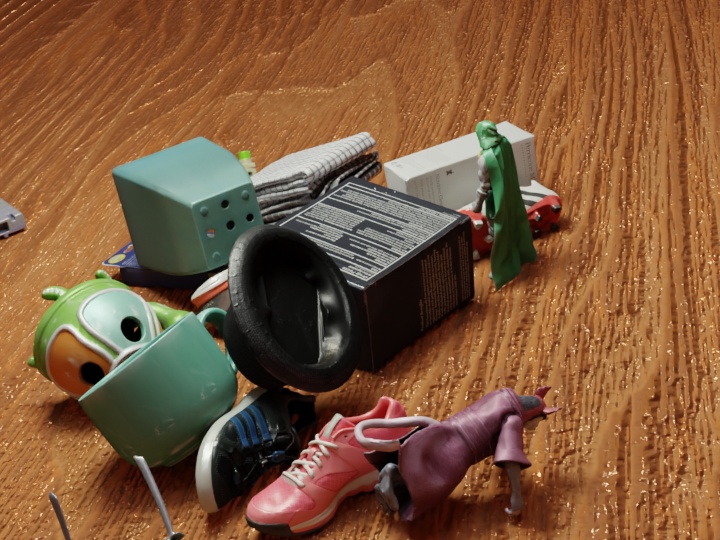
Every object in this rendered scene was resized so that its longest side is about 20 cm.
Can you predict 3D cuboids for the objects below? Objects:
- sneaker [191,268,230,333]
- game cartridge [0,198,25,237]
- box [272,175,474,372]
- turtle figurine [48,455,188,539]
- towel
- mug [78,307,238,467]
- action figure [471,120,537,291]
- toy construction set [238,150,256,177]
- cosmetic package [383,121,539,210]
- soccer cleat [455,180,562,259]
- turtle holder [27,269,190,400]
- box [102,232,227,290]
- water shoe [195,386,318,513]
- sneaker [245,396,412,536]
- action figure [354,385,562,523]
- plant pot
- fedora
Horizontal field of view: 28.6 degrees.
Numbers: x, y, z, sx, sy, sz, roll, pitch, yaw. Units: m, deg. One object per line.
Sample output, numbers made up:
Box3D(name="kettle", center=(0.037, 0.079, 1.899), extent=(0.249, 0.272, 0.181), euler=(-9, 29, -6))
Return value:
Box3D(name="sneaker", center=(-0.114, 0.018, 1.791), extent=(0.199, 0.082, 0.077), euler=(-30, -6, -15))
Box3D(name="game cartridge", center=(-0.636, -0.058, 2.207), extent=(0.199, 0.039, 0.129), euler=(-24, 24, -26))
Box3D(name="box", center=(0.000, 0.000, 1.702), extent=(0.199, 0.124, 0.198), euler=(21, 39, 38))
Box3D(name="turtle figurine", center=(-0.174, 0.267, 1.175), extent=(0.192, 0.144, 0.202), euler=(19, 78, 17))
Box3D(name="towel", center=(-0.079, -0.116, 2.009), extent=(0.199, 0.086, 0.165), euler=(-13, 17, 41))
Box3D(name="mug", center=(-0.192, 0.126, 1.498), extent=(0.184, 0.115, 0.152), euler=(-38, 4, -8))
Box3D(name="action figure", center=(0.171, -0.091, 1.749), extent=(0.054, 0.202, 0.118), euler=(3, 27, 28))
Box3D(name="toy construction set", center=(-0.234, -0.123, 2.090), extent=(0.199, 0.093, 0.131), euler=(-24, 4, -23))
Box3D(name="cosmetic package", center=(0.141, -0.115, 1.921), extent=(0.198, 0.114, 0.081), euler=(-21, 27, -16))
Box3D(name="soccer cleat", center=(0.171, -0.072, 1.856), extent=(0.198, 0.069, 0.085), euler=(-16, 41, -21))
Box3D(name="turtle holder", center=(-0.288, 0.091, 1.663), extent=(0.131, 0.142, 0.185), euler=(30, 4, 34))
Box3D(name="box", center=(-0.246, -0.017, 1.961), extent=(0.198, 0.033, 0.121), euler=(5, 30, 29))
Box3D(name="water shoe", center=(-0.104, 0.176, 1.453), extent=(0.078, 0.072, 0.200), euler=(2, 28, 20))
Box3D(name="sneaker", center=(-0.033, 0.186, 1.386), extent=(0.199, 0.088, 0.074), euler=(-25, 27, -27))
Box3D(name="action figure", center=(0.096, 0.155, 1.344), extent=(0.199, 0.150, 0.134), euler=(-31, 23, -10))
Box3D(name="plant pot", center=(-0.210, -0.075, 1.838), extent=(0.140, 0.143, 0.200), euler=(-22, 21, -23))
Box3D(name="fedora", center=(-0.090, 0.053, 1.511), extent=(0.091, 0.201, 0.201), euler=(-37, 8, 35))
